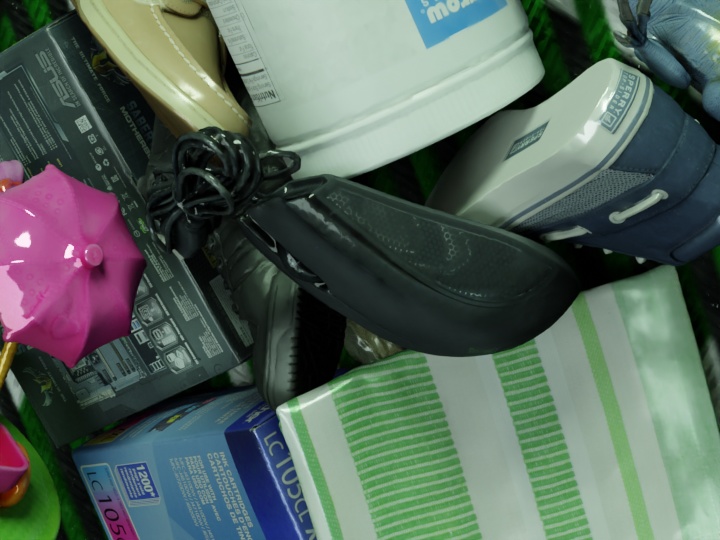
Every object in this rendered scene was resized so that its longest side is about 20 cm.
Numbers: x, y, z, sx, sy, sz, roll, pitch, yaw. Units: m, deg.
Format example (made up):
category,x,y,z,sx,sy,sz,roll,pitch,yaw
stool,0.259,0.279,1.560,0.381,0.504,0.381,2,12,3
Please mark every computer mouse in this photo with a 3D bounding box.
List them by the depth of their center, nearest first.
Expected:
category,x,y,z,sx,sy,sz,roll,pitch,yaw
computer mouse,0.000,0.000,1.217,0.199,0.053,0.138,17,163,-10

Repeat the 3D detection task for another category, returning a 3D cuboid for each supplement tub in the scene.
category,x,y,z,sx,sy,sz,roll,pitch,yaw
supplement tub,-0.013,-0.153,1.220,0.132,0.132,0.201,-19,101,39

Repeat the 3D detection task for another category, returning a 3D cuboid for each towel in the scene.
category,x,y,z,sx,sy,sz,roll,pitch,yaw
towel,0.074,0.098,1.281,0.199,0.023,0.153,-17,104,3

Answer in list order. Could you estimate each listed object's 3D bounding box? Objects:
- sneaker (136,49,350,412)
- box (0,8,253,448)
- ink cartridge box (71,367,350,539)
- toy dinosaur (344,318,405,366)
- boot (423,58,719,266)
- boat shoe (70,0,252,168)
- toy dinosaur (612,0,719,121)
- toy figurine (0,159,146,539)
category,x,y,z,sx,sy,sz,roll,pitch,yaw
sneaker,-0.060,-0.032,1.321,0.104,0.060,0.201,1,83,24
box,-0.149,-0.021,1.431,0.157,0.051,0.201,-26,96,40
ink cartridge box,-0.044,0.129,1.391,0.200,0.076,0.137,-13,105,50
toy dinosaur,0.028,0.048,1.346,0.200,0.047,0.088,55,145,-1
boot,0.099,-0.029,1.225,0.090,0.073,0.200,34,161,-13
boat shoe,-0.094,-0.123,1.282,0.200,0.064,0.071,52,180,43
toy dinosaur,0.143,-0.089,1.175,0.181,0.105,0.201,24,136,46
toy figurine,-0.186,0.019,1.383,0.184,0.150,0.200,-55,46,25
